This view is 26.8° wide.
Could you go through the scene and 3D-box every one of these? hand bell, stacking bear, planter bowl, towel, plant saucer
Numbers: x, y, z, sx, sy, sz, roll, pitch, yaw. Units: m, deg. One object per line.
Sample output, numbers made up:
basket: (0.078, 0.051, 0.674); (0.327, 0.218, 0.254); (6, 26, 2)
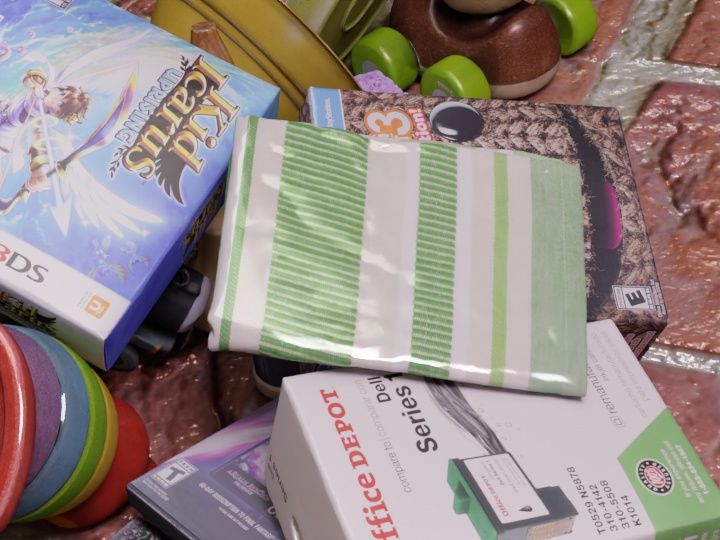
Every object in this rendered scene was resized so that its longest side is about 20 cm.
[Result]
hand bell: (-0.087, -0.068, 1.002); (0.104, 0.201, 0.104); (-6, 32, 4)
stacking bear: (-0.184, 0.094, 0.845); (0.121, 0.200, 0.114); (15, 80, 22)
planter bowl: (-0.090, -0.142, 1.063); (0.084, 0.200, 0.200); (-49, 47, -6)
towel: (0.023, -0.010, 0.819); (0.199, 0.023, 0.153); (7, 57, -4)
plant saucer: (-0.009, -0.223, 1.221); (0.031, 0.200, 0.200); (37, 51, 7)

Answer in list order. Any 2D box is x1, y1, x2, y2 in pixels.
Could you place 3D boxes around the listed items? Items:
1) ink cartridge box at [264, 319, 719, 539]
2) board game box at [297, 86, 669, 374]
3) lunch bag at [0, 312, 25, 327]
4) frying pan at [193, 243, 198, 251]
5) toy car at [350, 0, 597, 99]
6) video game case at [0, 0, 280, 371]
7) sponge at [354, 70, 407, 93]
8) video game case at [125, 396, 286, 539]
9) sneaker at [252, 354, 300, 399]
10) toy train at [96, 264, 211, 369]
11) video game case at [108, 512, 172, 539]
ink cartridge box: (0.066, 0.116, 0.790); (0.199, 0.085, 0.146); (-9, 46, -20)
board game box: (0.062, -0.014, 0.910); (0.199, 0.097, 0.160); (1, 57, -15)
lunch bag: (-0.305, 0.080, 0.932); (0.199, 0.118, 0.164); (7, 40, 27)
frying pan: (-0.061, -0.064, 1.142); (0.189, 0.031, 0.115); (-12, 39, 2)
toy car: (0.085, -0.245, 1.197); (0.164, 0.201, 0.157); (-36, 45, -30)
video game case: (-0.173, -0.068, 0.895); (0.181, 0.046, 0.200); (28, 62, 7)
sponge: (-0.045, -0.099, 1.141); (0.199, 0.030, 0.112); (-15, 37, -25)
video game case: (-0.013, 0.116, 0.875); (0.200, 0.019, 0.143); (-29, 41, -33)
sneaker: (0.000, 0.000, 0.998); (0.075, 0.085, 0.200); (16, 44, 30)
toy train: (-0.191, -0.007, 0.973); (0.199, 0.114, 0.086); (28, 63, -13)
video game case: (-0.062, 0.188, 0.824); (0.199, 0.023, 0.182); (24, 48, 34)
